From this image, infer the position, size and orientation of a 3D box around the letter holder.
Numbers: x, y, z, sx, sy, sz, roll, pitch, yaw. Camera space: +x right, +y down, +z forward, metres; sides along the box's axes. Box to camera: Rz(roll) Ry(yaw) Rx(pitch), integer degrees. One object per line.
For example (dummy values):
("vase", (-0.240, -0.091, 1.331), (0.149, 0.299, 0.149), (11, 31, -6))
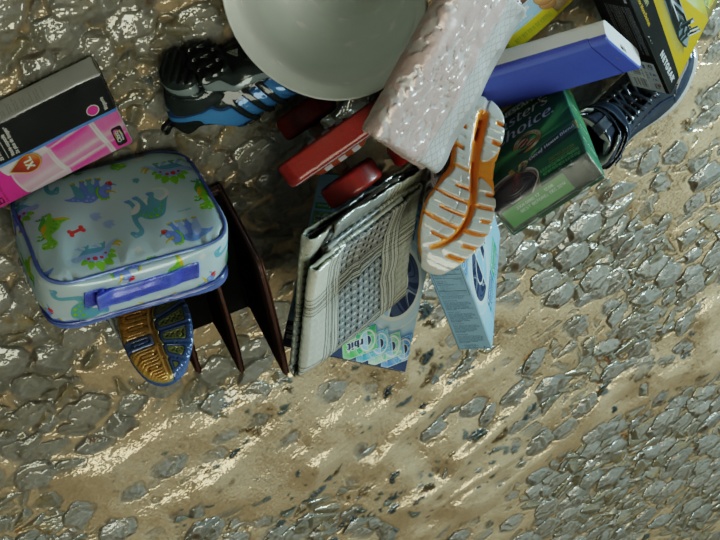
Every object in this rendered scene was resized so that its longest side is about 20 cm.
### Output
("letter holder", (-0.156, 0.034, 1.446), (0.100, 0.142, 0.201), (-24, 141, -13))

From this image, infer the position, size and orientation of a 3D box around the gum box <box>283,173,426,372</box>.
("gum box", (0.003, 0.005, 1.524), (0.169, 0.044, 0.201), (16, 85, -45))

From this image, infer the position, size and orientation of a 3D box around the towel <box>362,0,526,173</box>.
("towel", (0.085, -0.195, 1.237), (0.201, 0.032, 0.191), (-61, 161, 2))

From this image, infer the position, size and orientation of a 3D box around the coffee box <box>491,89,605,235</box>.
("coffee box", (0.193, -0.134, 1.462), (0.123, 0.200, 0.044), (-33, 120, 19))

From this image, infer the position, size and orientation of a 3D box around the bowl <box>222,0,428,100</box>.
("bowl", (-0.023, -0.269, 1.234), (0.090, 0.200, 0.202), (-59, 173, -55))

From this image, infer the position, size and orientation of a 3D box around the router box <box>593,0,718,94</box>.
("router box", (0.327, -0.315, 1.441), (0.158, 0.052, 0.200), (-61, 144, -12))

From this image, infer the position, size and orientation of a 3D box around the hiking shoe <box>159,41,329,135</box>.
("hiking shoe", (-0.104, -0.190, 1.319), (0.199, 0.075, 0.087), (-9, 143, -14))

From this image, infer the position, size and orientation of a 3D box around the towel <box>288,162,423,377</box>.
("towel", (0.000, 0.000, 1.410), (0.192, 0.034, 0.201), (-35, 145, -37))

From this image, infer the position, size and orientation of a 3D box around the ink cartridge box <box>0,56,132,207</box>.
("ink cartridge box", (-0.325, -0.120, 1.256), (0.199, 0.037, 0.095), (-26, 141, -7))

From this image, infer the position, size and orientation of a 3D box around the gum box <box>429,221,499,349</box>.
("gum box", (0.121, -0.032, 1.548), (0.044, 0.171, 0.200), (-3, 145, 16))

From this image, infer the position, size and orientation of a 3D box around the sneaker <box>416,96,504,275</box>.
("sneaker", (0.101, -0.086, 1.414), (0.078, 0.201, 0.077), (25, 161, -19))

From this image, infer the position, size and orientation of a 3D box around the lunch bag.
("lunch bag", (-0.238, -0.030, 1.308), (0.199, 0.161, 0.083), (-18, 139, -21))

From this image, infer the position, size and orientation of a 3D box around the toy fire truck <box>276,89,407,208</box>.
("toy fire truck", (0.006, -0.147, 1.332), (0.199, 0.112, 0.168), (-33, -175, 0))

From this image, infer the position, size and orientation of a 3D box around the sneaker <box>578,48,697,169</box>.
("sneaker", (0.315, -0.194, 1.551), (0.202, 0.077, 0.146), (-49, 171, 18))

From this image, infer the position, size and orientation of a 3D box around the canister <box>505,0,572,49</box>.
("canister", (0.130, -0.319, 1.327), (0.148, 0.087, 0.200), (-41, 143, 14))

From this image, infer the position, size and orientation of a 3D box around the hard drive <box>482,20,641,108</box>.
("hard drive", (0.187, -0.215, 1.417), (0.199, 0.026, 0.132), (-13, 169, 26))

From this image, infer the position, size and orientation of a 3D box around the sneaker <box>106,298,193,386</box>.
("sneaker", (-0.226, 0.047, 1.367), (0.075, 0.201, 0.088), (-13, 145, -21))
